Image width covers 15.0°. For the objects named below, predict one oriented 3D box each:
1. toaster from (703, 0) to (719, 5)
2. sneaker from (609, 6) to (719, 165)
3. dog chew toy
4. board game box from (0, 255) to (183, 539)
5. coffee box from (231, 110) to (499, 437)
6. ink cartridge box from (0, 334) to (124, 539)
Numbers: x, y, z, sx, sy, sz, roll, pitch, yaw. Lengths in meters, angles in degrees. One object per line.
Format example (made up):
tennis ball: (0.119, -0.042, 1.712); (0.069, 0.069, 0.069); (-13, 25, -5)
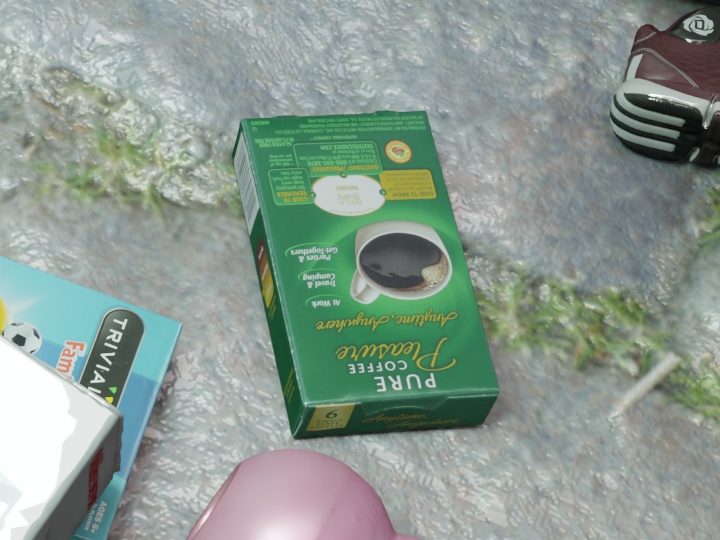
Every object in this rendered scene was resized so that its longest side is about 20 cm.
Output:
toaster: (0.234, -0.270, 1.750); (0.199, 0.181, 0.119); (16, 49, 3)
sneaker: (0.261, -0.115, 1.740); (0.199, 0.076, 0.116); (17, 52, -6)
dog chew toy: (0.001, 0.183, 1.441); (0.200, 0.125, 0.125); (34, 54, -3)
board game box: (-0.214, 0.064, 1.492); (0.199, 0.047, 0.152); (20, 55, -4)
coffee box: (0.000, 0.000, 1.601); (0.122, 0.044, 0.201); (-4, 59, -19)
ink cartridge box: (-0.207, 0.143, 1.349); (0.083, 0.146, 0.200); (33, 72, 5)
